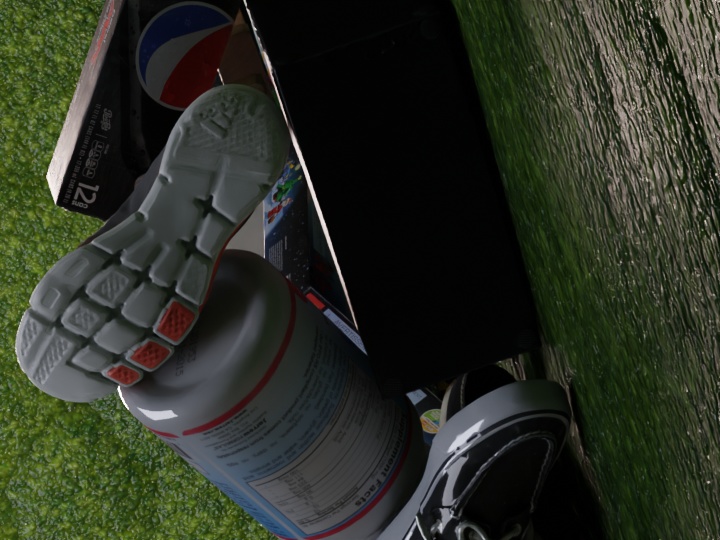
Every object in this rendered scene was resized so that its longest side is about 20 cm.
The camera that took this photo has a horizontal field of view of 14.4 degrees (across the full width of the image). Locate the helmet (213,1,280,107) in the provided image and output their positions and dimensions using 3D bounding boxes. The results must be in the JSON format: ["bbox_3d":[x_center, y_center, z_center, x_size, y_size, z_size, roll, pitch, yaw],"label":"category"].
[{"bbox_3d":[-0.096,-0.127,2.040,0.200,0.199,0.191,80,179,-66],"label":"helmet"}]

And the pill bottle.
[{"bbox_3d":[-0.035,0.084,1.551,0.200,0.109,0.109,45,-165,-40],"label":"pill bottle"}]

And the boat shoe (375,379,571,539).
[{"bbox_3d":[0.059,0.138,1.503,0.199,0.073,0.068,-53,44,38],"label":"boat shoe"}]

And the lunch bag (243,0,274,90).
[{"bbox_3d":[-0.050,-0.213,1.880,0.200,0.077,0.161,77,174,-56],"label":"lunch bag"}]

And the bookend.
[{"bbox_3d":[0.011,-0.067,1.551,0.199,0.092,0.200,-112,4,-67],"label":"bookend"}]

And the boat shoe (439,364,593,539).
[{"bbox_3d":[0.094,0.120,1.597,0.068,0.072,0.200,-60,27,34],"label":"boat shoe"}]

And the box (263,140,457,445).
[{"bbox_3d":[0.000,0.000,1.722,0.137,0.038,0.200,41,-155,-28],"label":"box"}]

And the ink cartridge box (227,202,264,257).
[{"bbox_3d":[-0.054,-0.010,1.981,0.145,0.200,0.084,78,169,-58],"label":"ink cartridge box"}]

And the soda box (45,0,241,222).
[{"bbox_3d":[-0.110,-0.126,1.554,0.071,0.063,0.200,-125,53,-72],"label":"soda box"}]

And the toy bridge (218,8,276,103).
[{"bbox_3d":[-0.066,-0.106,1.618,0.200,0.027,0.067,-110,-1,-67],"label":"toy bridge"}]

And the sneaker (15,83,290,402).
[{"bbox_3d":[-0.101,-0.014,1.496,0.077,0.200,0.082,41,-168,-4],"label":"sneaker"}]
